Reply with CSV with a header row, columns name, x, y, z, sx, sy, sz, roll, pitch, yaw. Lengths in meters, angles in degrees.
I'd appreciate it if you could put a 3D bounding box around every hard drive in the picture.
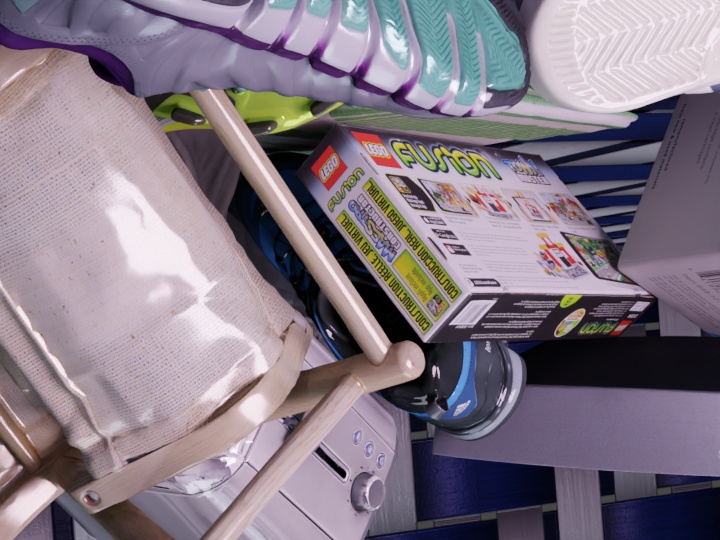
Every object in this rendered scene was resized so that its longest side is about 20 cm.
name,x,y,z,sx,sy,sz,roll,pitch,yaw
hard drive,0.148,0.066,0.863,0.199,0.043,0.135,0,-169,36

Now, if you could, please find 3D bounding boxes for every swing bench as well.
name,x,y,z,sx,sy,sz,roll,pitch,yaw
swing bench,-0.121,0.004,0.622,0.199,0.200,0.130,-7,-147,51

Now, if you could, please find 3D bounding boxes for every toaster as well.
name,x,y,z,sx,sy,sz,roll,pitch,yaw
toaster,-0.088,0.070,0.807,0.199,0.114,0.129,10,152,32

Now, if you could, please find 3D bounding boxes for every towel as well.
name,x,y,z,sx,sy,sz,roll,pitch,yaw
towel,0.019,-0.078,0.868,0.199,0.024,0.152,-4,178,44

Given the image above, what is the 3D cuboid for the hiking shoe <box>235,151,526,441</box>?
name,x,y,z,sx,sy,sz,roll,pitch,yaw
hiking shoe,0.000,0.000,0.850,0.200,0.075,0.087,43,-169,29

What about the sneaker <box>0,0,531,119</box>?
name,x,y,z,sx,sy,sz,roll,pitch,yaw
sneaker,-0.031,-0.083,0.530,0.087,0.075,0.199,-20,158,37

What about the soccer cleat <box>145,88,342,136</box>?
name,x,y,z,sx,sy,sz,roll,pitch,yaw
soccer cleat,-0.081,-0.090,0.729,0.199,0.065,0.084,-10,-155,23

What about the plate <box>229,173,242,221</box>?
name,x,y,z,sx,sy,sz,roll,pitch,yaw
plate,-0.128,-0.032,1.199,0.198,0.026,0.201,-9,-149,5

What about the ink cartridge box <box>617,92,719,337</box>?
name,x,y,z,sx,sy,sz,roll,pitch,yaw
ink cartridge box,0.263,-0.036,0.856,0.147,0.145,0.199,33,160,-25

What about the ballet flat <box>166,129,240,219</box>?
name,x,y,z,sx,sy,sz,roll,pitch,yaw
ballet flat,-0.097,-0.026,0.852,0.068,0.201,0.068,-24,-130,-30

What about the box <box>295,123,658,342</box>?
name,x,y,z,sx,sy,sz,roll,pitch,yaw
box,0.065,-0.016,0.857,0.035,0.110,0.199,-49,154,24

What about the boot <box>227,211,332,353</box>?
name,x,y,z,sx,sy,sz,roll,pitch,yaw
boot,-0.066,-0.015,1.087,0.131,0.201,0.070,-13,-150,-19

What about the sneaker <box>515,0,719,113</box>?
name,x,y,z,sx,sy,sz,roll,pitch,yaw
sneaker,0.141,-0.102,0.640,0.198,0.076,0.084,-5,-167,-17
